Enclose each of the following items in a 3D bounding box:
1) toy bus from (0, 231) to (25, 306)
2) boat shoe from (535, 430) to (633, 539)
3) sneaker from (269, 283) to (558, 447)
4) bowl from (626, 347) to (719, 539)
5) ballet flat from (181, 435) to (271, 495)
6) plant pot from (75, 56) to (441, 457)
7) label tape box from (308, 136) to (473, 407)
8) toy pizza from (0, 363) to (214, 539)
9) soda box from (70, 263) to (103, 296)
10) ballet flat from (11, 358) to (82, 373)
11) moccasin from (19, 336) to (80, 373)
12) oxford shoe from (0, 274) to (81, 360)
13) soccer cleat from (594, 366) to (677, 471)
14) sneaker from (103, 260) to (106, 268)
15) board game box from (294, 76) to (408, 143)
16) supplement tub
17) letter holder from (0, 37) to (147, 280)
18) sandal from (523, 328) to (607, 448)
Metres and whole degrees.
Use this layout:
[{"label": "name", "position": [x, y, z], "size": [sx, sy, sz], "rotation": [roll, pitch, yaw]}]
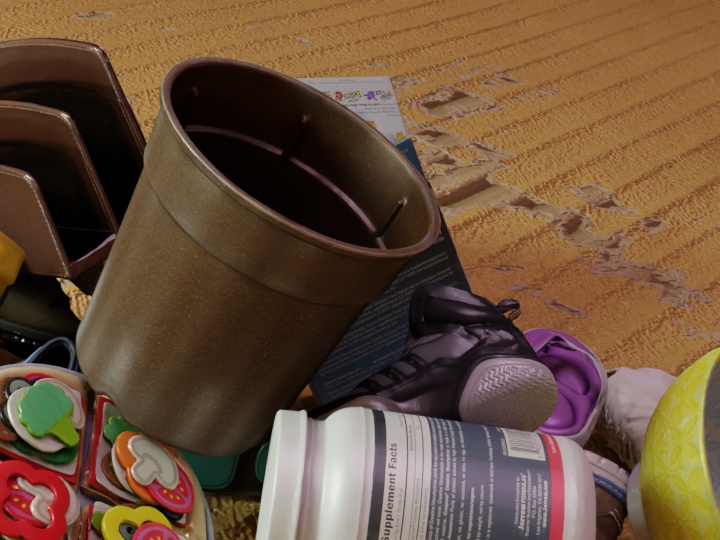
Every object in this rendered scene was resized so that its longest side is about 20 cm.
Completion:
[{"label": "toy bus", "position": [-0.346, 0.045, 1.172], "size": [0.135, 0.194, 0.199], "rotation": [30, -26, -36]}, {"label": "boat shoe", "position": [0.093, 0.145, 1.210], "size": [0.198, 0.073, 0.073], "rotation": [18, 54, 10]}, {"label": "sneaker", "position": [0.030, 0.078, 1.178], "size": [0.198, 0.076, 0.114], "rotation": [-16, 44, 2]}, {"label": "bowl", "position": [0.249, 0.157, 1.182], "size": [0.107, 0.202, 0.199], "rotation": [-22, -1, 40]}, {"label": "ballet flat", "position": [-0.079, 0.125, 1.212], "size": [0.198, 0.068, 0.064], "rotation": [15, 12, -4]}, {"label": "plant pot", "position": [-0.081, -0.001, 1.118], "size": [0.199, 0.199, 0.201], "rotation": [25, 28, -14]}, {"label": "label tape box", "position": [0.000, 0.000, 1.296], "size": [0.143, 0.201, 0.063], "rotation": [-25, 30, -3]}, {"label": "toy pizza", "position": [-0.169, 0.136, 1.058], "size": [0.199, 0.032, 0.201], "rotation": [29, 36, -23]}, {"label": "soda box", "position": [-0.148, -0.001, 1.385], "size": [0.199, 0.064, 0.068], "rotation": [17, 13, -44]}, {"label": "ballet flat", "position": [-0.171, 0.095, 1.249], "size": [0.198, 0.070, 0.070], "rotation": [6, 23, -17]}, {"label": "moccasin", "position": [-0.240, 0.113, 1.106], "size": [0.080, 0.069, 0.201], "rotation": [21, 40, -2]}, {"label": "oxford shoe", "position": [-0.246, 0.029, 1.305], "size": [0.198, 0.073, 0.085], "rotation": [19, 66, 11]}, {"label": "soccer cleat", "position": [0.216, 0.125, 1.341], "size": [0.077, 0.070, 0.200], "rotation": [7, 15, 5]}, {"label": "sneaker", "position": [-0.134, 0.005, 1.297], "size": [0.074, 0.101, 0.199], "rotation": [22, 24, 25]}, {"label": "board game box", "position": [-0.013, -0.051, 1.454], "size": [0.104, 0.103, 0.202], "rotation": [-5, 71, -34]}, {"label": "supplement tub", "position": [0.038, 0.162, 1.069], "size": [0.198, 0.142, 0.141], "rotation": [8, 23, -5]}, {"label": "letter holder", "position": [-0.250, -0.084, 1.239], "size": [0.100, 0.143, 0.199], "rotation": [-35, 26, -34]}, {"label": "sandal", "position": [0.155, 0.081, 1.320], "size": [0.082, 0.050, 0.203], "rotation": [10, 23, 1]}]
